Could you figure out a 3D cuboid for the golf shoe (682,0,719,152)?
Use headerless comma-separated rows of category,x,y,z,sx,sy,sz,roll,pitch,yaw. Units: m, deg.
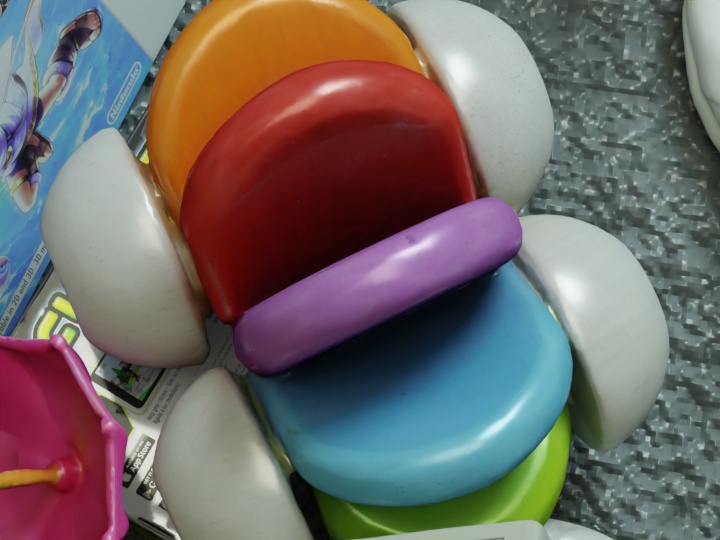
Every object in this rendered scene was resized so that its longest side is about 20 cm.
golf shoe,0.173,-0.040,0.816,0.075,0.092,0.201,-23,73,-4

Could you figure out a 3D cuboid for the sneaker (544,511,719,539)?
sneaker,0.114,0.128,0.766,0.198,0.074,0.080,-2,36,6

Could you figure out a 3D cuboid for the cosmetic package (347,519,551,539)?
cosmetic package,0.008,0.177,0.657,0.103,0.073,0.201,-8,50,20

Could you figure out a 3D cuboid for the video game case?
video game case,-0.155,-0.057,0.780,0.045,0.181,0.201,17,74,31

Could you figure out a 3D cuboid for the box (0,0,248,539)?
box,-0.045,-0.003,0.838,0.109,0.035,0.201,28,77,9

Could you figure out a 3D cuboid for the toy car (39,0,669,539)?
toy car,0.000,0.000,0.740,0.174,0.150,0.201,-25,78,-9

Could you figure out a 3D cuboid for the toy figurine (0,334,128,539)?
toy figurine,-0.147,0.074,0.715,0.150,0.184,0.200,-35,106,27
